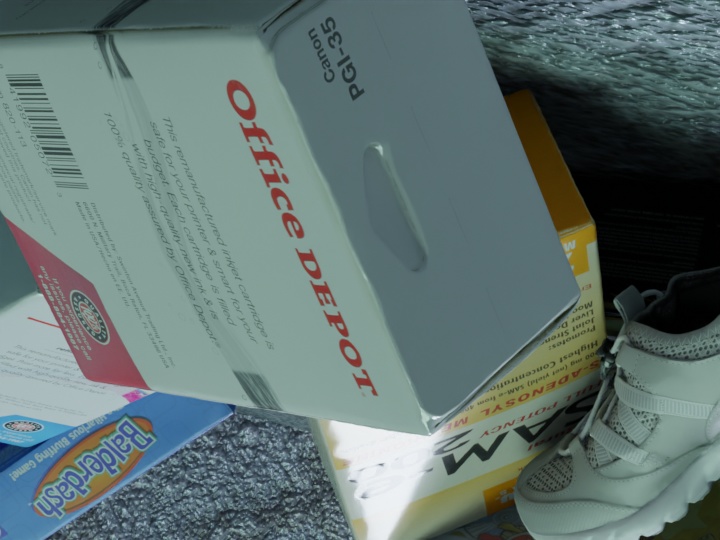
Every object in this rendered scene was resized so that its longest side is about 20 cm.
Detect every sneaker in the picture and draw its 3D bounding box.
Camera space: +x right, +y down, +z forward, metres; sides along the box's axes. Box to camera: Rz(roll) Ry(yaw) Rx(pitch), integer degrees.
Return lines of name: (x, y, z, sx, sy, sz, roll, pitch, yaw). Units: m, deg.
sneaker: (0.123, 0.039, 1.004, 0.082, 0.075, 0.200, 42, 127, -10)

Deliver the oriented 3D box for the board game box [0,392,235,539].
board game box: (-0.120, 0.046, 1.278, 0.045, 0.152, 0.200, 49, -159, -19)

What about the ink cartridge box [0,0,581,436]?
ink cartridge box: (-0.039, -0.033, 0.849, 0.199, 0.083, 0.147, 5, 125, 50)

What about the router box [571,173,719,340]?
router box: (0.137, 0.000, 1.171, 0.199, 0.053, 0.157, 8, 171, 39)

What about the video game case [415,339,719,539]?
video game case: (0.137, 0.097, 1.130, 0.181, 0.023, 0.200, 8, -147, 32)

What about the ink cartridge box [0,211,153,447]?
ink cartridge box: (-0.129, 0.010, 1.103, 0.115, 0.068, 0.199, 17, 150, -42)

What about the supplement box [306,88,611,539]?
supplement box: (0.034, 0.029, 1.041, 0.125, 0.074, 0.200, -21, 148, -3)
